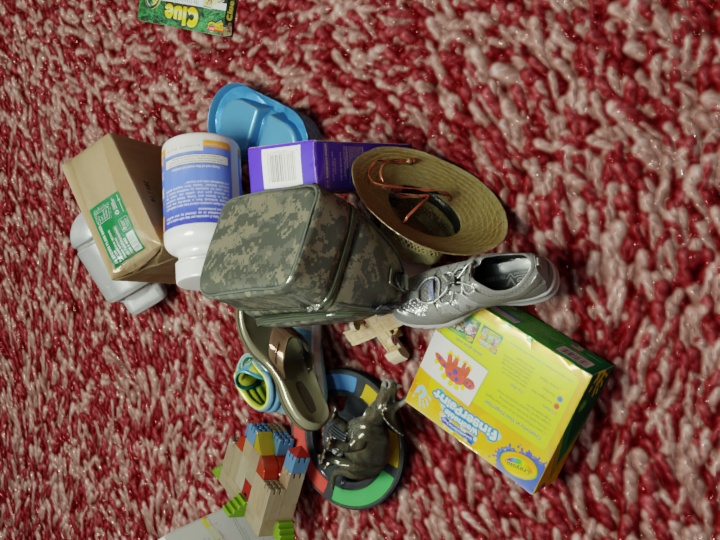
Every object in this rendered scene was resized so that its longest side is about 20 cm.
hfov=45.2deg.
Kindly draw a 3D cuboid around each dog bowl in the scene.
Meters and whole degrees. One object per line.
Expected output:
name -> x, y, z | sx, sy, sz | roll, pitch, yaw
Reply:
dog bowl -> -0.136, -0.197, 1.251 | 0.200, 0.049, 0.112 | 31, 112, 29

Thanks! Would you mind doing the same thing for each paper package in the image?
paper package -> -0.324, -0.090, 1.307 | 0.103, 0.190, 0.201 | -32, 77, 19

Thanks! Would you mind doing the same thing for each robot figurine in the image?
robot figurine -> -0.389, -0.028, 1.394 | 0.113, 0.170, 0.201 | -31, 99, -8

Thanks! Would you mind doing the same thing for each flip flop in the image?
flip flop -> -0.093, 0.114, 1.129 | 0.058, 0.081, 0.201 | -37, 77, 44

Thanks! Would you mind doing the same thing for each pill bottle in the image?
pill bottle -> -0.217, -0.079, 1.198 | 0.112, 0.112, 0.201 | -16, 71, 36

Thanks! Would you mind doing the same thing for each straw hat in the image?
straw hat -> 0.071, -0.057, 1.046 | 0.201, 0.201, 0.085 | 44, 133, 24

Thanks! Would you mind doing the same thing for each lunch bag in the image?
lunch bag -> -0.063, -0.003, 1.012 | 0.199, 0.167, 0.140 | -7, 64, 45

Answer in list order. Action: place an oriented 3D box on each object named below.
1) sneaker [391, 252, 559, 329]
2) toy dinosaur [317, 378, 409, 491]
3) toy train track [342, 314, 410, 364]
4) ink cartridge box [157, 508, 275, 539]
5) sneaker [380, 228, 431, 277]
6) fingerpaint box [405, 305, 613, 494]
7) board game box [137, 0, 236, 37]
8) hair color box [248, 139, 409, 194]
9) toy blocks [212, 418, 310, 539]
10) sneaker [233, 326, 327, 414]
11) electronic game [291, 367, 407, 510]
sneaker -> 0.122, 0.011, 0.990 | 0.199, 0.082, 0.075 | -16, 64, 17
toy dinosaur -> 0.001, 0.238, 1.137 | 0.102, 0.077, 0.201 | 13, 116, -6
toy train track -> -0.004, 0.045, 1.122 | 0.114, 0.033, 0.200 | -27, 106, 34
ink cartridge box -> -0.228, 0.455, 1.295 | 0.145, 0.200, 0.146 | -40, 72, 32
sneaker -> 0.000, 0.000, 1.162 | 0.199, 0.075, 0.115 | 22, 117, 26
fingerpaint box -> 0.175, 0.138, 1.045 | 0.200, 0.073, 0.168 | 32, 112, 31
board game box -> -0.269, -0.427, 1.340 | 0.199, 0.023, 0.105 | 19, 108, 33
hair color box -> -0.034, -0.127, 1.089 | 0.109, 0.200, 0.065 | 0, 97, 37
toy blocks -> -0.143, 0.288, 1.275 | 0.200, 0.100, 0.137 | 34, 112, 53
sneaker -> -0.121, 0.107, 1.203 | 0.079, 0.130, 0.201 | -37, 57, 40
electronic game -> -0.019, 0.237, 1.217 | 0.199, 0.042, 0.201 | 5, 98, 35
